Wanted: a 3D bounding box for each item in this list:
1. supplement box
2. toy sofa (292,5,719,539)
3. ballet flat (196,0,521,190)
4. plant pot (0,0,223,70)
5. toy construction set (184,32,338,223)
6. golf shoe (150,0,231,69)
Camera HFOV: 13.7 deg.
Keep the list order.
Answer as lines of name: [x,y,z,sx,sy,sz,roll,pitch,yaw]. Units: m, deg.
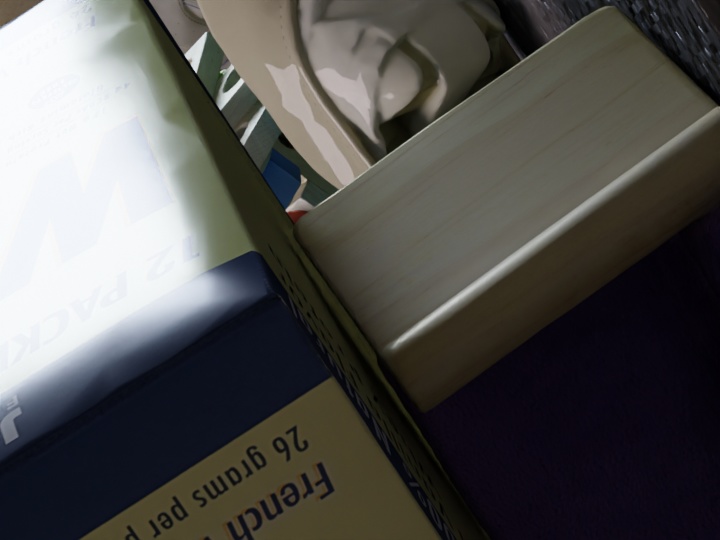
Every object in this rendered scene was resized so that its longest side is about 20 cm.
supplement box: [-0.041,0.075,0.613,0.200,0.134,0.200,57,-178,-26]
toy sofa: [0.075,0.053,0.619,0.200,0.083,0.098,57,178,-40]
ballet flat: [0.029,-0.031,0.754,0.200,0.069,0.069,53,178,3]
plant pot: [-0.100,-0.104,1.133,0.187,0.187,0.200,-129,18,-63]
toy construction set: [0.000,0.000,0.856,0.200,0.092,0.131,45,-133,-29]
golf shoe: [-0.059,-0.105,0.960,0.078,0.097,0.200,56,177,19]
